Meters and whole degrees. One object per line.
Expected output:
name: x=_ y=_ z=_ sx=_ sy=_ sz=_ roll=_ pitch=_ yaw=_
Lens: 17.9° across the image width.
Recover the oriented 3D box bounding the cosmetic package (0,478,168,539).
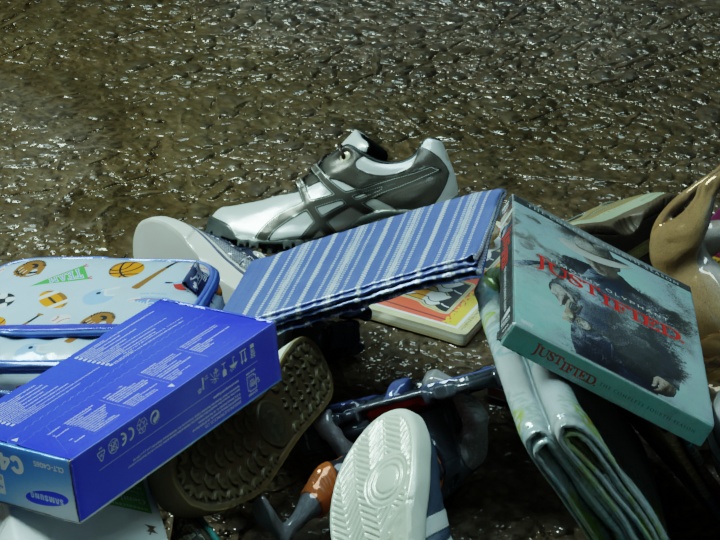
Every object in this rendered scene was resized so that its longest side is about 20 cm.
cosmetic package: x=-0.168 y=0.194 z=1.344 sx=0.107 sy=0.085 sz=0.200 roll=14 pitch=24 yaw=-25

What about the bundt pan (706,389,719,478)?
bundt pan: x=0.279 y=0.142 z=1.413 sx=0.075 sy=0.203 sz=0.202 roll=-26 pitch=36 yaw=-6

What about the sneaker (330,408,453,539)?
sneaker: x=0.037 y=0.179 z=1.348 sx=0.084 sy=0.075 sz=0.201 roll=30 pitch=45 yaw=-37

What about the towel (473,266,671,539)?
towel: x=0.143 y=0.106 z=1.475 sx=0.048 sy=0.172 sz=0.200 roll=-29 pitch=29 yaw=8

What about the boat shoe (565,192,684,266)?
boat shoe: x=0.164 y=-0.010 z=1.738 sx=0.076 sy=0.072 sz=0.200 roll=7 pitch=18 yaw=41

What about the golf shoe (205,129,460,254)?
golf shoe: x=-0.021 y=-0.059 z=1.753 sx=0.199 sy=0.095 sz=0.078 roll=-3 pitch=4 yaw=7

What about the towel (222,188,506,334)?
towel: x=0.000 y=0.000 z=1.567 sx=0.199 sy=0.024 sz=0.145 roll=-16 pitch=18 yaw=16

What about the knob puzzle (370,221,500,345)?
knob puzzle: x=0.028 y=-0.020 z=1.809 sx=0.218 sy=0.031 sz=0.220 roll=2 pitch=31 yaw=-1

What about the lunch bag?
lunch bag: x=-0.190 y=0.052 z=1.589 sx=0.199 sy=0.076 sz=0.160 roll=-2 pitch=26 yaw=17

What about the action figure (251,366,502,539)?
action figure: x=0.007 y=0.136 z=1.513 sx=0.199 sy=0.105 sz=0.193 roll=-14 pitch=12 yaw=33

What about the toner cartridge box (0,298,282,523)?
toner cartridge box: x=-0.143 y=0.080 z=1.377 sx=0.095 sy=0.043 sz=0.200 roll=9 pitch=27 yaw=34

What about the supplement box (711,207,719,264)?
supplement box: x=0.323 y=0.011 z=1.718 sx=0.130 sy=0.104 sz=0.200 roll=17 pitch=32 yaw=22

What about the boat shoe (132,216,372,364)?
boat shoe: x=-0.080 y=0.016 z=1.708 sx=0.092 sy=0.075 sz=0.200 roll=-11 pitch=36 yaw=-42

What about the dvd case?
dvd case: x=0.155 y=0.028 z=1.478 sx=0.145 sy=0.022 sz=0.200 roll=27 pitch=22 yaw=-8

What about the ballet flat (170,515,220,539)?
ballet flat: x=-0.074 y=0.215 z=1.372 sx=0.075 sy=0.068 sz=0.200 roll=-40 pitch=48 yaw=-16

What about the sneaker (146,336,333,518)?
sneaker: x=-0.097 y=0.110 z=1.476 sx=0.090 sy=0.067 sz=0.200 roll=-21 pitch=11 yaw=33

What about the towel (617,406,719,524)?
towel: x=0.177 y=0.076 z=1.542 sx=0.022 sy=0.147 sz=0.200 roll=-39 pitch=49 yaw=-1

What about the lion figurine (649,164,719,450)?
lion figurine: x=0.244 y=0.021 z=1.606 sx=0.122 sy=0.201 sz=0.072 roll=-24 pitch=-20 yaw=31

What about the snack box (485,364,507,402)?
snack box: x=0.170 y=0.050 z=1.709 sx=0.072 sy=0.024 sz=0.200 roll=17 pitch=32 yaw=25
